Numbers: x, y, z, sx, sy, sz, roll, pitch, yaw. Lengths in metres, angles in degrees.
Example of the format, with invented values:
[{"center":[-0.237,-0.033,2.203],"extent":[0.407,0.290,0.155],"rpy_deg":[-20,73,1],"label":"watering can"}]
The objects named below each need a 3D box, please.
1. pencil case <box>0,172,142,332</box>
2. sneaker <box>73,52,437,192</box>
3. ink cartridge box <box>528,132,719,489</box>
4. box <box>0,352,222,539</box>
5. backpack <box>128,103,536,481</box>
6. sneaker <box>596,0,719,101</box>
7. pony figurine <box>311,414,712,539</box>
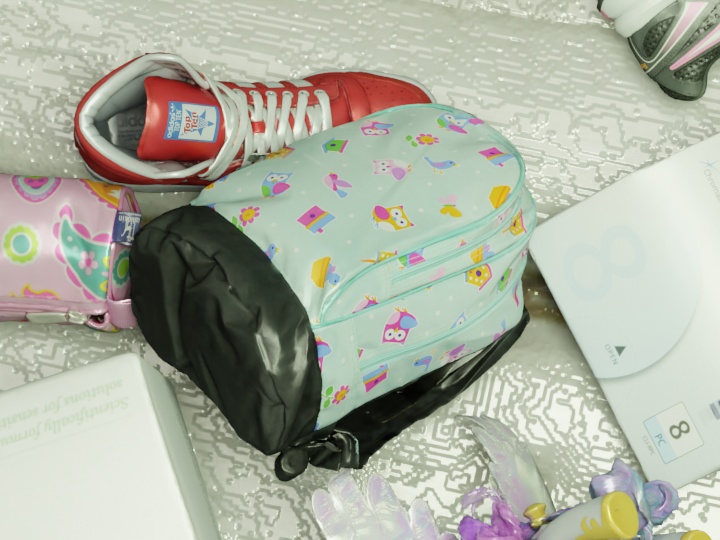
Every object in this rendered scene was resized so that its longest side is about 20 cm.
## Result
[{"center":[-0.215,-0.010,1.524],"extent":[0.200,0.087,0.088],"rpy_deg":[4,83,3],"label":"pencil case"},{"center":[-0.057,-0.078,1.514],"extent":[0.200,0.112,0.071],"rpy_deg":[-6,84,1],"label":"sneaker"},{"center":[0.206,0.006,1.488],"extent":[0.200,0.047,0.160],"rpy_deg":[-30,82,28],"label":"ink cartridge box"},{"center":[-0.168,0.170,1.459],"extent":[0.199,0.171,0.200],"rpy_deg":[-18,83,-1],"label":"box"},{"center":[0.000,0.000,1.465],"extent":[0.200,0.127,0.167],"rpy_deg":[-22,50,-27],"label":"backpack"},{"center":[0.234,-0.159,1.543],"extent":[0.200,0.080,0.086],"rpy_deg":[-27,95,6],"label":"sneaker"},{"center":[0.088,0.165,1.449],"extent":[0.166,0.200,0.193],"rpy_deg":[-20,88,-42],"label":"pony figurine"}]
